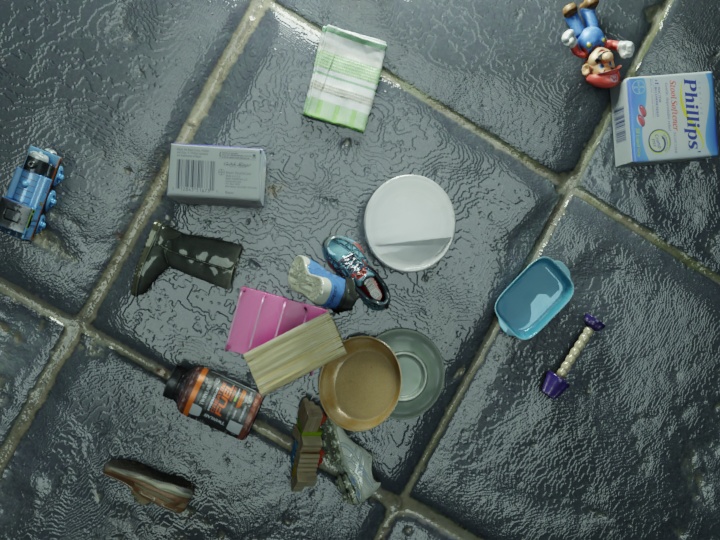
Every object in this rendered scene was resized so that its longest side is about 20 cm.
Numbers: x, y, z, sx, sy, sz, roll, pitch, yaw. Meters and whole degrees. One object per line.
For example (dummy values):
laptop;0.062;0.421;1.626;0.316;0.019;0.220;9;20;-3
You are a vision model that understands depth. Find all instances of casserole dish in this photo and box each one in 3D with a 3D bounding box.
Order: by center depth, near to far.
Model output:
casserole dish;0.381;0.061;1.760;0.200;0.039;0.121;-45;95;-2

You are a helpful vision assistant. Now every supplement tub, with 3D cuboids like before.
supplement tub;-0.312;0.271;1.668;0.198;0.107;0.108;24;89;-5

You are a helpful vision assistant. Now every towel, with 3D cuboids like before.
towel;-0.033;-0.416;1.717;0.147;0.031;0.203;14;90;-5

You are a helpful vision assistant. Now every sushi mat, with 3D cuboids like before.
sushi mat;-0.130;0.168;1.603;0.198;0.012;0.097;-26;96;-7

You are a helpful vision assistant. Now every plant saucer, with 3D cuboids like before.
plant saucer;0.004;0.242;1.694;0.197;0.035;0.203;-8;72;24
plant saucer;0.091;0.229;1.732;0.197;0.050;0.204;0;92;-5

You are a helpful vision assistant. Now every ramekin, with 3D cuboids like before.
ramekin;0.100;-0.098;1.703;0.199;0.094;0.206;0;91;-6

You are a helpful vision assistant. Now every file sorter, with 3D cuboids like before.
file sorter;-0.176;0.130;1.667;0.197;0.125;0.141;16;89;-5

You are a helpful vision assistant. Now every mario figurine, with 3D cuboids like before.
mario figurine;0.517;-0.496;1.724;0.122;0.106;0.203;-24;85;31

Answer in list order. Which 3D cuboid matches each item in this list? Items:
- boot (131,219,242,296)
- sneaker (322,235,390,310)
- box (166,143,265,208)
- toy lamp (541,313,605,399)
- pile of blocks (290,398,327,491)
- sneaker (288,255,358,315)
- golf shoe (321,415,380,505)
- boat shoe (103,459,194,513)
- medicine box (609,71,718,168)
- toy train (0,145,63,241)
boot;-0.369;0.000;1.683;0.198;0.073;0.184;22;91;-12
sneaker;0.000;0.000;1.695;0.079;0.096;0.200;-44;95;-6
box;-0.286;-0.189;1.613;0.181;0.200;0.107;3;90;-5
toy lamp;0.470;0.194;1.762;0.058;0.058;0.201;33;89;-5
pile of blocks;-0.109;0.377;1.712;0.061;0.082;0.203;6;100;-23
sneaker;-0.074;0.032;1.660;0.110;0.200;0.078;21;95;-29
golf shoe;-0.021;0.402;1.727;0.096;0.078;0.203;-20;93;-29
boat shoe;-0.453;0.460;1.676;0.197;0.076;0.073;22;91;-4
medicine box;0.665;-0.330;1.746;0.197;0.103;0.185;-6;92;-4
toy train;-0.675;-0.156;1.622;0.086;0.114;0.203;21;90;-6
